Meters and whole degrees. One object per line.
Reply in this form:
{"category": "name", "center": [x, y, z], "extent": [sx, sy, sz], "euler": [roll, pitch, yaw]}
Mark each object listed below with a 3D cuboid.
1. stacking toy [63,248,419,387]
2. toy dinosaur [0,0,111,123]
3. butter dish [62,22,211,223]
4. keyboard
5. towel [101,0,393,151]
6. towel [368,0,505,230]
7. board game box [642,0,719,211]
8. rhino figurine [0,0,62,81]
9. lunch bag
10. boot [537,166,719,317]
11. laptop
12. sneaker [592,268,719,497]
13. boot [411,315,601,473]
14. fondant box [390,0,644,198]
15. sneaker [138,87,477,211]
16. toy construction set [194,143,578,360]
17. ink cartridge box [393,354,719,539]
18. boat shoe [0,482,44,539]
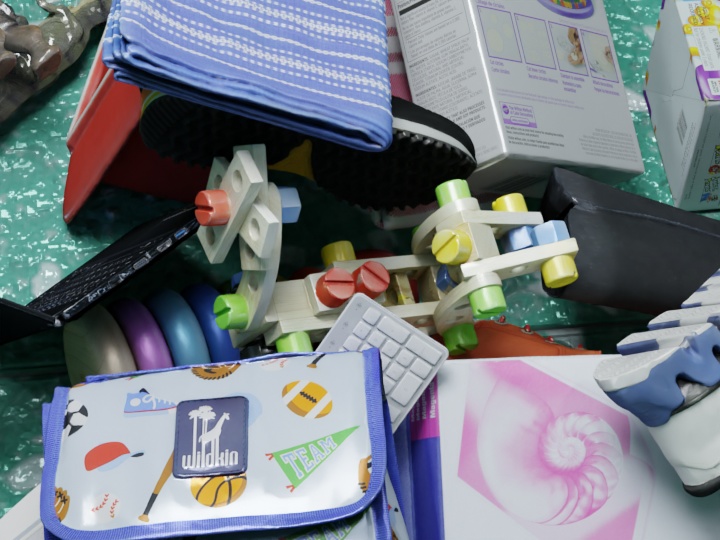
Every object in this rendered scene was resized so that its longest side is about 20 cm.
{"category": "stacking toy", "center": [-0.060, 0.035, 1.077], "extent": [0.199, 0.086, 0.086], "euler": [-17, 57, -22]}
{"category": "toy dinosaur", "center": [-0.224, -0.130, 1.202], "extent": [0.088, 0.048, 0.200], "euler": [29, 61, 9]}
{"category": "butter dish", "center": [-0.073, -0.123, 1.138], "extent": [0.147, 0.200, 0.200], "euler": [22, 56, -15]}
{"category": "keyboard", "center": [-0.034, 0.105, 0.972], "extent": [0.056, 0.200, 0.011], "euler": [34, 13, -4]}
{"category": "towel", "center": [-0.052, -0.137, 0.971], "extent": [0.144, 0.024, 0.200], "euler": [16, 36, -13]}
{"category": "towel", "center": [0.024, -0.125, 1.117], "extent": [0.146, 0.030, 0.201], "euler": [-15, 86, -55]}
{"category": "board game box", "center": [0.285, -0.113, 1.172], "extent": [0.199, 0.105, 0.103], "euler": [-4, 54, -6]}
{"category": "rhino figurine", "center": [-0.278, -0.094, 1.143], "extent": [0.200, 0.060, 0.087], "euler": [-42, 67, -2]}
{"category": "lunch bag", "center": [-0.059, 0.142, 0.914], "extent": [0.169, 0.124, 0.201], "euler": [-6, 79, 3]}
{"category": "boot", "center": [0.199, 0.017, 1.044], "extent": [0.199, 0.066, 0.165], "euler": [17, 20, -15]}
{"category": "laptop", "center": [-0.189, -0.018, 1.027], "extent": [0.200, 0.177, 0.103], "euler": [-38, 100, -25]}
{"category": "sneaker", "center": [0.215, 0.050, 0.959], "extent": [0.199, 0.080, 0.115], "euler": [-32, 100, -22]}
{"category": "boot", "center": [0.107, 0.061, 1.064], "extent": [0.199, 0.075, 0.107], "euler": [-8, 47, -10]}
{"category": "fondant box", "center": [0.084, -0.146, 1.131], "extent": [0.144, 0.058, 0.201], "euler": [3, 71, -50]}
{"category": "sneaker", "center": [-0.025, -0.094, 1.008], "extent": [0.199, 0.070, 0.090], "euler": [10, 56, -32]}
{"category": "toy construction set", "center": [0.000, 0.000, 0.993], "extent": [0.199, 0.131, 0.093], "euler": [10, 64, -27]}
{"category": "ink cartridge box", "center": [0.084, 0.142, 0.972], "extent": [0.199, 0.043, 0.197], "euler": [-2, 82, -5]}
{"category": "boat shoe", "center": [-0.176, 0.179, 0.974], "extent": [0.068, 0.072, 0.200], "euler": [33, 51, 19]}
